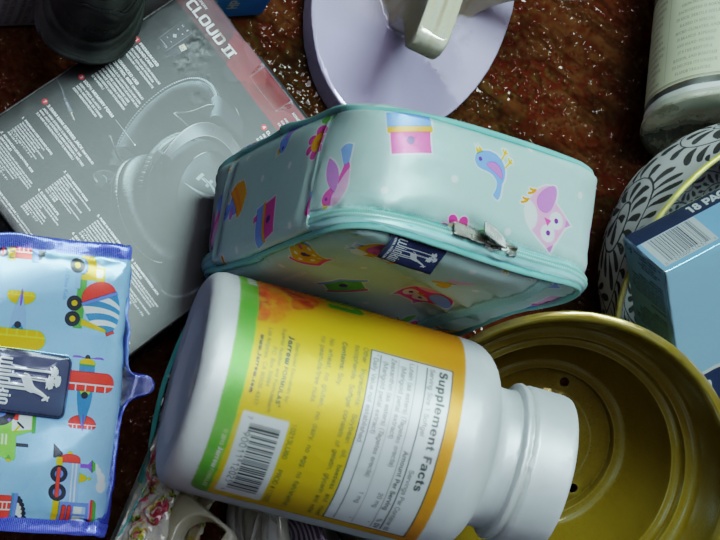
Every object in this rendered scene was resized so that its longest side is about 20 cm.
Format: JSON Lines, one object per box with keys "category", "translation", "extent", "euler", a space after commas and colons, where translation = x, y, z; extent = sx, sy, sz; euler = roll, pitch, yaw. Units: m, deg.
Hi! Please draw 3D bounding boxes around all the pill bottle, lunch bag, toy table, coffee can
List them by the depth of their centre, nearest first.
{"category": "pill bottle", "translation": [0.004, 0.079, 1.082], "extent": [0.199, 0.111, 0.112], "euler": [16, 69, -12]}
{"category": "lunch bag", "translation": [0.021, -0.018, 1.089], "extent": [0.160, 0.200, 0.078], "euler": [19, 73, -26]}
{"category": "lunch bag", "translation": [-0.206, 0.056, 1.092], "extent": [0.198, 0.094, 0.152], "euler": [5, 87, -11]}
{"category": "toy table", "translation": [0.049, -0.187, 1.272], "extent": [0.183, 0.117, 0.201], "euler": [13, 69, -16]}
{"category": "coffee can", "translation": [0.254, -0.170, 1.322], "extent": [0.145, 0.146, 0.201], "euler": [14, 70, -15]}

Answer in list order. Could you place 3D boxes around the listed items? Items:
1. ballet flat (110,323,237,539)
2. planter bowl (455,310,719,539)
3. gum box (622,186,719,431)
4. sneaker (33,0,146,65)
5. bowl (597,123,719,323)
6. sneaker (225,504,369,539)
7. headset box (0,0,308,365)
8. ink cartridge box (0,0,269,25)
{"category": "ballet flat", "translation": [-0.089, 0.122, 1.143], "extent": [0.064, 0.076, 0.201], "euler": [15, 79, 21]}
{"category": "planter bowl", "translation": [0.105, 0.108, 1.199], "extent": [0.199, 0.084, 0.202], "euler": [-1, 106, -4]}
{"category": "gum box", "translation": [0.243, 0.031, 1.227], "extent": [0.169, 0.201, 0.045], "euler": [-27, 40, -16]}
{"category": "sneaker", "translation": [-0.126, -0.214, 1.139], "extent": [0.075, 0.091, 0.202], "euler": [6, 73, -16]}
{"category": "bowl", "translation": [0.210, -0.014, 1.271], "extent": [0.200, 0.202, 0.094], "euler": [-15, 34, -23]}
{"category": "sneaker", "translation": [-0.016, 0.196, 1.141], "extent": [0.074, 0.100, 0.201], "euler": [-19, 82, -25]}
{"category": "headset box", "translation": [-0.113, -0.052, 1.194], "extent": [0.200, 0.077, 0.149], "euler": [-38, 90, -26]}
{"category": "ink cartridge box", "translation": [-0.151, -0.225, 1.229], "extent": [0.199, 0.084, 0.147], "euler": [-5, 76, -21]}
